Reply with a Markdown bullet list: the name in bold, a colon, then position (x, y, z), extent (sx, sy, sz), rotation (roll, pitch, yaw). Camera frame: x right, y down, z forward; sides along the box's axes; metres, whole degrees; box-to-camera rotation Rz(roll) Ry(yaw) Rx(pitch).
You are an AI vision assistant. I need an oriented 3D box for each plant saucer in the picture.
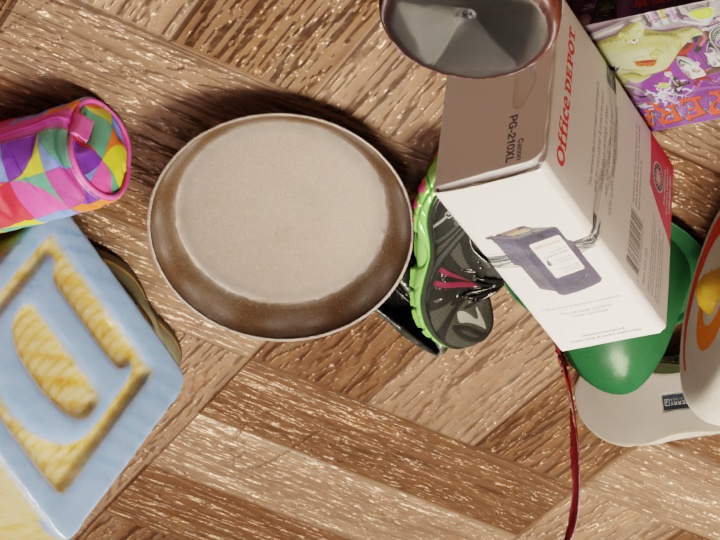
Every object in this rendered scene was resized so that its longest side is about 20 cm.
- **plant saucer**: position (-0.059, -0.037, 1.743), extent (0.198, 0.032, 0.201), rotation (0, 123, 0)

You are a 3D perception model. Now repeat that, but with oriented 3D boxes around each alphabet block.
- **alphabet block**: position (-0.294, 0.091, 1.819), extent (0.199, 0.197, 0.196), rotation (-15, 117, 42)

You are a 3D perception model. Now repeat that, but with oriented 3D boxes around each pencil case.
- **pencil case**: position (-0.269, -0.070, 1.747), extent (0.199, 0.089, 0.088), rotation (-13, 139, 26)

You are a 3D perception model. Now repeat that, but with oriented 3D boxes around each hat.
- **hat**: position (0.184, 0.076, 1.766), extent (0.165, 0.177, 0.200), rotation (-13, 140, 28)

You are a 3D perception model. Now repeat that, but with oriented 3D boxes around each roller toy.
- **roller toy**: position (0.306, 0.032, 1.671), extent (0.139, 0.202, 0.182), rotation (14, 164, -6)

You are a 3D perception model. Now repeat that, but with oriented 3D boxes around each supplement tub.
- **supplement tub**: position (0.073, -0.217, 1.361), extent (0.106, 0.201, 0.107), rotation (7, 146, 4)

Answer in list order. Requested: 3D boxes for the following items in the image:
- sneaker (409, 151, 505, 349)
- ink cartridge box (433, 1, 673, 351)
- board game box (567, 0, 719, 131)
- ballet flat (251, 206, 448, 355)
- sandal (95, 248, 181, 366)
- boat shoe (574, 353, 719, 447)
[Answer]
- **sneaker**: position (0.085, -0.005, 1.748), extent (0.083, 0.077, 0.201), rotation (18, 146, 18)
- **ink cartridge box**: position (0.133, -0.063, 1.565), extent (0.084, 0.146, 0.200), rotation (-12, 141, 27)
- **board game box**: position (0.179, -0.140, 1.600), extent (0.199, 0.033, 0.120), rotation (-10, 145, 25)
- **ballet flat**: position (0.000, 0.000, 1.806), extent (0.199, 0.057, 0.066), rotation (28, 141, -23)
- **sandal**: position (-0.210, 0.043, 1.913), extent (0.080, 0.054, 0.200), rotation (-10, 139, 24)
- **boat shoe**: position (0.269, 0.101, 1.879), extent (0.092, 0.075, 0.199), rotation (-5, -177, -38)
